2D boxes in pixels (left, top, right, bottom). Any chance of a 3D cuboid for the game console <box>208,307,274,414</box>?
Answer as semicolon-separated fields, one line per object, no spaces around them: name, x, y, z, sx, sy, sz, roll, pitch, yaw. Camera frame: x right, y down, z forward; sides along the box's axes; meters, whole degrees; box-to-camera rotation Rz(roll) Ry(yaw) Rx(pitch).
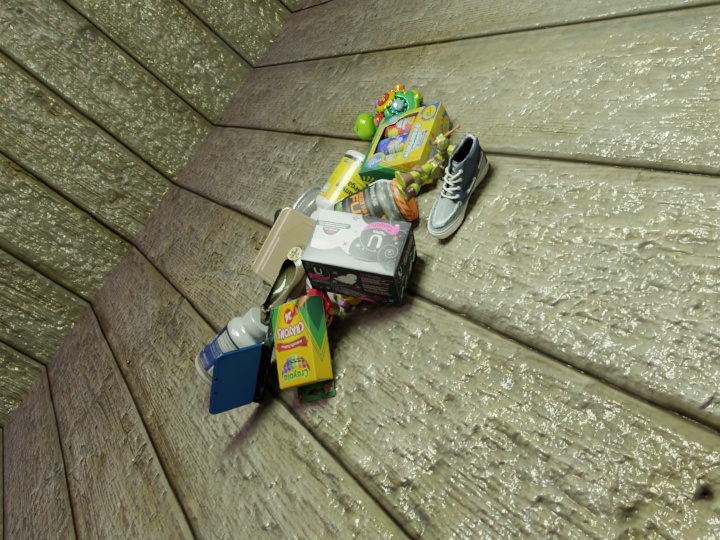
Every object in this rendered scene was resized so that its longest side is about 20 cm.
game console;-0.253;0.197;1.590;0.173;0.116;0.202;-87;10;-48

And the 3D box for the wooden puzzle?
wooden puzzle;-0.163;-0.043;1.744;0.199;0.037;0.187;29;90;47

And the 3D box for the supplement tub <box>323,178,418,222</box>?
supplement tub;0.020;-0.118;1.588;0.197;0.123;0.124;-25;36;19

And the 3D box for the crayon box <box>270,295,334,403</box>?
crayon box;-0.119;0.164;1.486;0.126;0.050;0.204;-22;73;45

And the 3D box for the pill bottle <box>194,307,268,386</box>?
pill bottle;-0.301;0.185;1.769;0.200;0.110;0.112;-44;29;17

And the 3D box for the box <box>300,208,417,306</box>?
box;0.000;-0.029;1.453;0.196;0.115;0.134;11;60;17

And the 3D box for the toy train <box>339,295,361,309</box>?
toy train;0.000;0.000;1.581;0.198;0.055;0.152;-23;41;44

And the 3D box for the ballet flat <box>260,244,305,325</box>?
ballet flat;-0.177;0.030;1.654;0.067;0.046;0.203;20;81;44

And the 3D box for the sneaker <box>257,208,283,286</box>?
sneaker;-0.217;-0.057;1.842;0.074;0.087;0.205;-13;78;58

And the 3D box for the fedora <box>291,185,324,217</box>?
fedora;-0.127;-0.143;1.892;0.201;0.090;0.177;-49;28;9

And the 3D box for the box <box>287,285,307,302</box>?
box;-0.151;0.038;1.753;0.117;0.042;0.203;-4;51;33

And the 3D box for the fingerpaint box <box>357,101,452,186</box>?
fingerpaint box;0.103;-0.279;1.657;0.164;0.074;0.202;-7;45;34

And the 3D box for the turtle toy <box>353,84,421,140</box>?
turtle toy;0.072;-0.393;1.860;0.199;0.101;0.147;-34;33;32

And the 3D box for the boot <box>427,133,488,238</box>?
boot;0.182;-0.168;1.436;0.072;0.090;0.202;20;73;33

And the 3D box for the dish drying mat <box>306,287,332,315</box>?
dish drying mat;-0.124;0.112;1.548;0.201;0.018;0.078;-54;44;32

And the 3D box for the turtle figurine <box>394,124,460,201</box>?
turtle figurine;0.149;-0.206;1.487;0.160;0.065;0.200;-35;-11;-7

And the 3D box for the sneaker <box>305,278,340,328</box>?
sneaker;-0.106;0.092;1.618;0.113;0.077;0.200;-62;13;12

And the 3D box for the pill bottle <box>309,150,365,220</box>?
pill bottle;-0.038;-0.182;1.780;0.202;0.112;0.112;-57;29;-5
